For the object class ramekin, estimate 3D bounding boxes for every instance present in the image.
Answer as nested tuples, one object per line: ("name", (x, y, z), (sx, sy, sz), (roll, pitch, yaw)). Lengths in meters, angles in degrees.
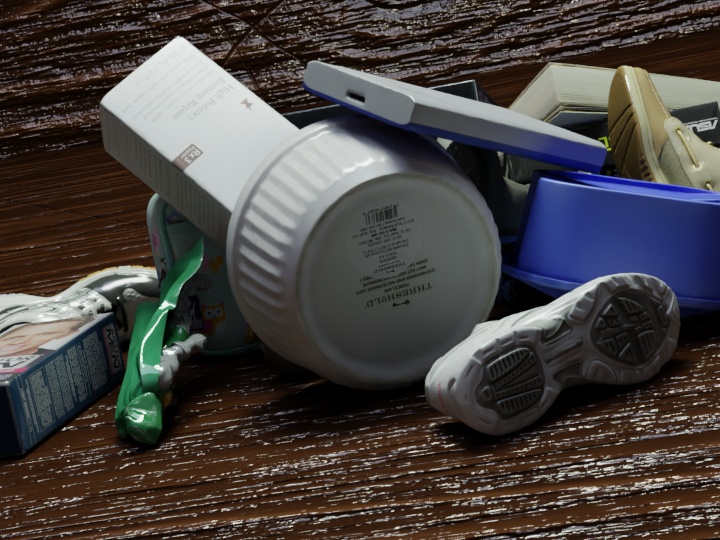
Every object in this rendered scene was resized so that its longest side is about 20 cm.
("ramekin", (0.009, -0.007, 1.282), (0.199, 0.201, 0.105), (-14, 20, -16))

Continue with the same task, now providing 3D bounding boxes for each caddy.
("caddy", (0.203, -0.012, 1.311), (0.199, 0.106, 0.141), (7, 9, 2))

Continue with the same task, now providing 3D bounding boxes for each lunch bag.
("lunch bag", (-0.084, -0.020, 1.503), (0.199, 0.162, 0.077), (-13, 11, -15))

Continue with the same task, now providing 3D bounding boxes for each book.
("book", (0.227, -0.132, 1.585), (0.199, 0.048, 0.134), (0, -22, -26))

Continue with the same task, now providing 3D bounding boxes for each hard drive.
("hard drive", (0.072, -0.115, 1.310), (0.199, 0.026, 0.132), (9, 12, -40))

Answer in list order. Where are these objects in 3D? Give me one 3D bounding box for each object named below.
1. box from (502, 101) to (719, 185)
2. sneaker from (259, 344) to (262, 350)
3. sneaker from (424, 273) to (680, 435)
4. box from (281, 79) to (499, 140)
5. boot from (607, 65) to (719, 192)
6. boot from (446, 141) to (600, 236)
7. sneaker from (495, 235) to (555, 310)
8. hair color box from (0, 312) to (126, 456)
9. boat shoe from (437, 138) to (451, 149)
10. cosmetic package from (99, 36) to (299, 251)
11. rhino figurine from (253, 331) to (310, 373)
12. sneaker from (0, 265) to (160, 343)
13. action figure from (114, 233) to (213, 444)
("box", (0.226, -0.082, 1.591), (0.192, 0.048, 0.200), (-9, -17, 1))
("sneaker", (0.000, 0.000, 1.455), (0.199, 0.109, 0.070), (-16, 11, -20))
("sneaker", (0.126, 0.049, 1.187), (0.199, 0.078, 0.099), (-16, 9, -28))
("box", (0.046, -0.099, 1.739), (0.199, 0.125, 0.197), (-9, -8, 13))
("boot", (0.300, -0.091, 1.450), (0.154, 0.201, 0.073), (-12, -27, -11))
("boot", (0.145, -0.065, 1.472), (0.130, 0.068, 0.200), (-21, -33, -5))
("sneaker", (0.187, -0.007, 1.442), (0.199, 0.071, 0.078), (-17, 26, -26))
("hair color box", (-0.275, 0.092, 1.401), (0.099, 0.061, 0.200), (-7, 11, 17))
("boat shoe", (0.097, -0.063, 1.553), (0.060, 0.072, 0.202), (-3, -33, -4))
("cosmetic package", (-0.110, -0.090, 1.425), (0.200, 0.074, 0.102), (37, 64, 17))
("rhino figurine", (0.005, 0.022, 1.385), (0.199, 0.088, 0.060), (-19, 32, -12))
("sneaker", (-0.259, 0.057, 1.579), (0.199, 0.076, 0.088), (-15, 28, -7))
("action figure", (-0.154, 0.069, 1.339), (0.054, 0.118, 0.200), (25, 30, -10))
